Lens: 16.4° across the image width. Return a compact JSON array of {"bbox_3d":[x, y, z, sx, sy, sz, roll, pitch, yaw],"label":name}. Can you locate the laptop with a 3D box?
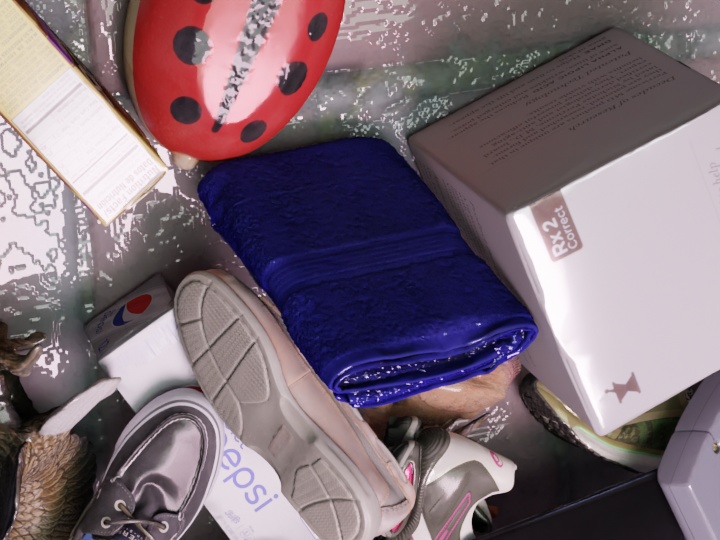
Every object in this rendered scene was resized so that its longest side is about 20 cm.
[{"bbox_3d":[0.124,0.244,1.685,0.186,0.200,0.116,-16,71,-33],"label":"laptop"}]

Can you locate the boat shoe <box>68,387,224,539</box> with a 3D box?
[{"bbox_3d":[-0.150,0.166,1.564,0.070,0.066,0.200,35,103,-10],"label":"boat shoe"}]

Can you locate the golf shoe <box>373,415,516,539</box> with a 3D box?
[{"bbox_3d":[0.038,0.185,1.620,0.088,0.077,0.201,13,131,-4],"label":"golf shoe"}]

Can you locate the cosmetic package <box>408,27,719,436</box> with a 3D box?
[{"bbox_3d":[0.157,-0.030,1.587,0.164,0.200,0.166,-28,114,-7],"label":"cosmetic package"}]

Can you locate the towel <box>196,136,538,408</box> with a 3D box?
[{"bbox_3d":[0.000,0.000,1.543,0.147,0.200,0.050,-11,136,-28],"label":"towel"}]

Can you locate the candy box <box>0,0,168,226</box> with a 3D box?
[{"bbox_3d":[-0.206,-0.127,1.493,0.056,0.117,0.200,-41,115,0],"label":"candy box"}]

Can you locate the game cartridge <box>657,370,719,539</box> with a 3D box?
[{"bbox_3d":[0.277,0.120,1.713,0.200,0.041,0.134,-46,116,-36],"label":"game cartridge"}]

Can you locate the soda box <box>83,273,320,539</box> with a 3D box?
[{"bbox_3d":[-0.097,0.103,1.627,0.063,0.068,0.200,-35,113,-1],"label":"soda box"}]

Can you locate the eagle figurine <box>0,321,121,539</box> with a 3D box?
[{"bbox_3d":[-0.233,0.138,1.570,0.151,0.151,0.201,-5,99,-24],"label":"eagle figurine"}]

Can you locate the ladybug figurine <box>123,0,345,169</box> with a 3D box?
[{"bbox_3d":[-0.074,-0.154,1.547,0.135,0.072,0.201,13,103,-21],"label":"ladybug figurine"}]

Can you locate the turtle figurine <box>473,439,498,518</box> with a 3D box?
[{"bbox_3d":[0.072,0.227,1.721,0.161,0.064,0.201,28,98,-23],"label":"turtle figurine"}]

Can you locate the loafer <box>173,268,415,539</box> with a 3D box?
[{"bbox_3d":[-0.041,0.082,1.544,0.063,0.200,0.072,-20,160,-47],"label":"loafer"}]

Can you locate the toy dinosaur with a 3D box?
[{"bbox_3d":[0.052,0.075,1.624,0.135,0.199,0.086,41,51,-26],"label":"toy dinosaur"}]

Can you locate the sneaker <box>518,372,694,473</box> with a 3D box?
[{"bbox_3d":[0.196,0.094,1.720,0.199,0.077,0.089,23,89,-29],"label":"sneaker"}]
